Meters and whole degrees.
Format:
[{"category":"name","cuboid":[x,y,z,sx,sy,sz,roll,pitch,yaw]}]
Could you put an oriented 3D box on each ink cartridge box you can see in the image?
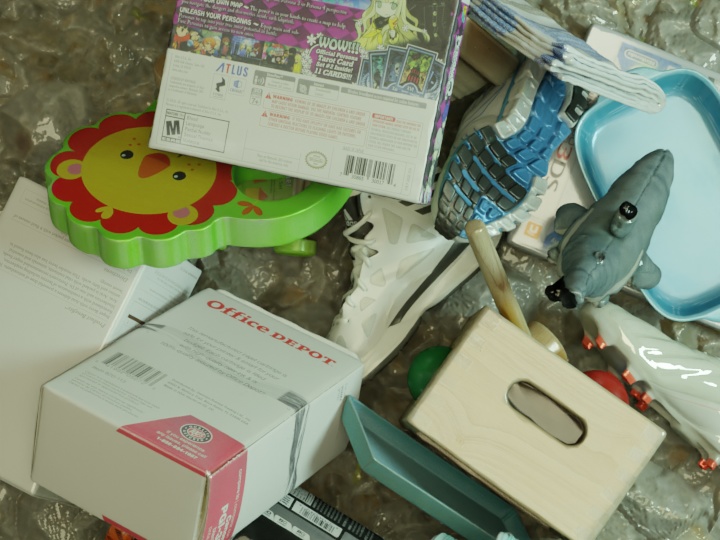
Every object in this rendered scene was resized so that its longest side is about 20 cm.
[{"category":"ink cartridge box","cuboid":[-0.111,0.104,1.643,0.146,0.200,0.083,25,121,23]}]

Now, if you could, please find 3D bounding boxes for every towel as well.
[{"category":"towel","cuboid":[0.118,-0.179,1.676,0.200,0.147,0.024,42,107,36]}]

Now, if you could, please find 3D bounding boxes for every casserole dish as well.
[{"category":"casserole dish","cuboid":[0.238,-0.055,1.759,0.121,0.039,0.200,-26,88,-3]}]

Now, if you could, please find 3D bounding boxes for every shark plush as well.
[{"category":"shark plush","cuboid":[0.166,-0.027,1.656,0.091,0.200,0.083,44,122,14]}]

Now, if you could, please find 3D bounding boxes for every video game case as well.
[{"category":"video game case","cuboid":[0.234,-0.068,1.789,0.199,0.022,0.183,22,86,0]},{"category":"video game case","cuboid":[-0.032,-0.152,1.598,0.199,0.036,0.182,11,93,14]}]

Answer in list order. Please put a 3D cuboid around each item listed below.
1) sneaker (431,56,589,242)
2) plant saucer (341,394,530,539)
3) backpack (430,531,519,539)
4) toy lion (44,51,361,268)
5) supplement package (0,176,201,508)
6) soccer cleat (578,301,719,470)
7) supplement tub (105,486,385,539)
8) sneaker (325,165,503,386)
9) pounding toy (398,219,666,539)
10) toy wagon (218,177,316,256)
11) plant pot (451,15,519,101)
[{"category":"sneaker","cuboid":[0.096,-0.083,1.727,0.075,0.087,0.200,49,49,-15]},{"category":"plant saucer","cuboid":[0.058,0.159,1.697,0.019,0.070,0.200,-42,129,16]},{"category":"backpack","cuboid":[0.084,0.266,1.601,0.150,0.200,0.178,28,76,1]},{"category":"toy lion","cuboid":[-0.113,-0.066,1.656,0.199,0.069,0.192,17,46,18]},{"category":"supplement package","cuboid":[-0.224,0.055,1.710,0.121,0.120,0.200,26,86,15]},{"category":"soccer cleat","cuboid":[0.247,0.084,1.761,0.200,0.069,0.078,44,81,-5]},{"category":"supplement tub","cuboid":[-0.077,0.208,1.713,0.200,0.123,0.123,31,86,1]},{"category":"sneaker","cuboid":[0.000,0.000,1.738,0.201,0.076,0.115,-45,106,-8]},{"category":"pounding toy","cuboid":[0.115,0.084,1.695,0.200,0.184,0.142,36,86,1]},{"category":"toy wagon","cuboid":[-0.055,-0.089,1.775,0.199,0.040,0.156,5,86,-2]},{"category":"plant pot","cuboid":[0.010,-0.178,1.705,0.201,0.201,0.093,39,94,1]}]
